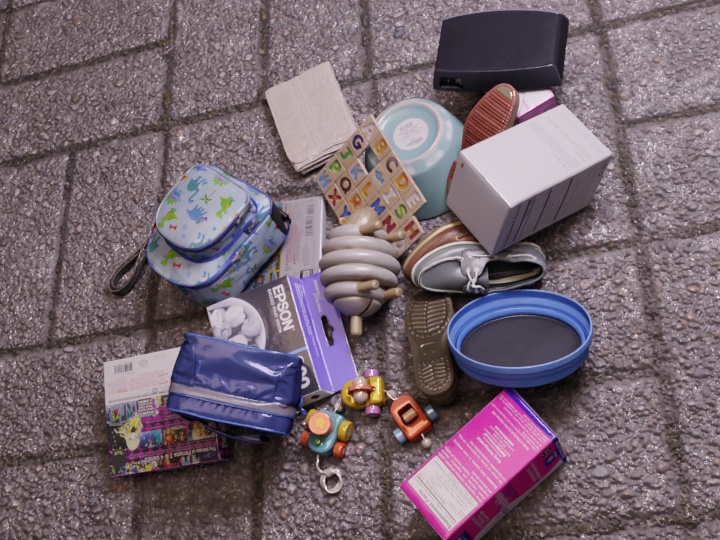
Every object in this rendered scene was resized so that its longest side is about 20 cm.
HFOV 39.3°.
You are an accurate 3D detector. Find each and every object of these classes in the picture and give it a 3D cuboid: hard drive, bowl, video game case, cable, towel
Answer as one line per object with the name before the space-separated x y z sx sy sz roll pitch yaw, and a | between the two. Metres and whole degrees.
hard drive | 0.211 -0.338 1.532 0.198 0.042 0.136 2 65 21
bowl | 0.220 0.093 1.394 0.199 0.040 0.201 -7 29 4
video game case | -0.144 -0.019 1.650 0.181 0.023 0.201 -8 63 16
cable | -0.364 -0.047 1.725 0.199 0.050 0.097 -35 63 -1
towel | -0.082 -0.264 1.744 0.132 0.035 0.201 -24 58 6
video game case | -0.301 0.214 1.549 0.199 0.036 0.183 -13 74 20
bowl | 0.086 -0.193 1.605 0.199 0.105 0.202 -9 62 17

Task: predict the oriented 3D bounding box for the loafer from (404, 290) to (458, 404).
loafer | 0.106 0.112 1.469 0.075 0.068 0.201 -7 47 12

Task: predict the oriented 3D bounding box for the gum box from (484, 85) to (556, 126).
gum box | 0.236 -0.293 1.593 0.066 0.114 0.201 -30 59 3

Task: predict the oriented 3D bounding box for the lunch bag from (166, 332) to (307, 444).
lunch bag | -0.170 0.174 1.437 0.198 0.136 0.133 12 82 2

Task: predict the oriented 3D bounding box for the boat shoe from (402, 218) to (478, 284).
boat shoe | 0.156 -0.036 1.519 0.199 0.072 0.068 -31 56 0

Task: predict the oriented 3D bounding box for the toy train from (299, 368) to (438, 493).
toy train | 0.004 0.223 1.452 0.199 0.056 0.151 -33 60 2

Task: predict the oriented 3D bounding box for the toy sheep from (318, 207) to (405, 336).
toy sheep | 0.000 0.000 1.526 0.137 0.138 0.202 0 70 20

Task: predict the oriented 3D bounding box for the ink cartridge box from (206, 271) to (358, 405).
ink cartridge box | -0.121 0.114 1.548 0.199 0.043 0.199 -22 68 8

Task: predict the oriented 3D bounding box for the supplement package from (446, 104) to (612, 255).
supplement package | 0.243 -0.133 1.463 0.199 0.118 0.117 -26 62 -24

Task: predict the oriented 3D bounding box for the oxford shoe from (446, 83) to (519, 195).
oxford shoe | 0.196 -0.192 1.526 0.071 0.073 0.201 50 130 34

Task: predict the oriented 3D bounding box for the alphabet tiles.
alphabet tiles | 0.020 -0.113 1.577 0.167 0.008 0.201 -44 70 40

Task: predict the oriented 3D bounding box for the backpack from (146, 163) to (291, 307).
backpack | -0.241 -0.058 1.607 0.182 0.147 0.201 31 81 32

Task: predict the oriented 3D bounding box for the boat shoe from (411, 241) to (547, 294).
boat shoe | 0.174 0.000 1.467 0.198 0.073 0.062 -7 24 -2

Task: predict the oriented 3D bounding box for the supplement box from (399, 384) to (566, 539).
supplement box | 0.165 0.268 1.345 0.200 0.101 0.103 -41 58 -3
